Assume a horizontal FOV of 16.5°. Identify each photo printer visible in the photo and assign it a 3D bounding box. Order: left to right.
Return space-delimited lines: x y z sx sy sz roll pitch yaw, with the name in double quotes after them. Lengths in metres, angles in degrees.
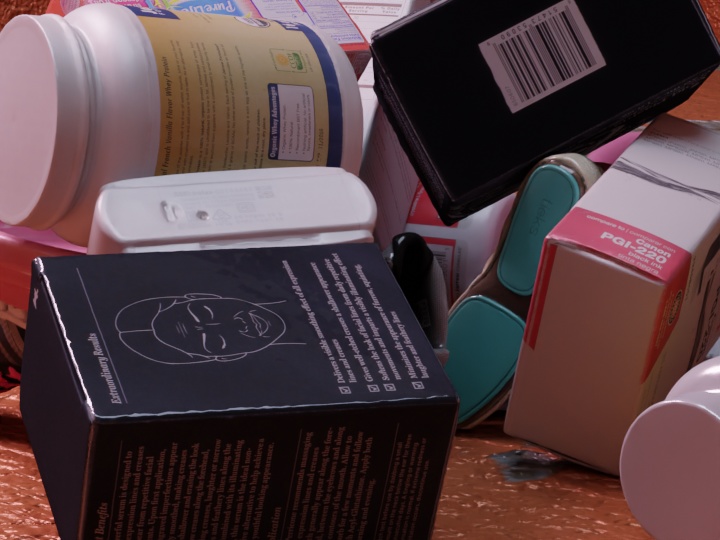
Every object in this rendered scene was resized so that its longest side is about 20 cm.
-0.087 0.032 1.453 0.165 0.201 0.070 -5 48 -20 "photo printer"

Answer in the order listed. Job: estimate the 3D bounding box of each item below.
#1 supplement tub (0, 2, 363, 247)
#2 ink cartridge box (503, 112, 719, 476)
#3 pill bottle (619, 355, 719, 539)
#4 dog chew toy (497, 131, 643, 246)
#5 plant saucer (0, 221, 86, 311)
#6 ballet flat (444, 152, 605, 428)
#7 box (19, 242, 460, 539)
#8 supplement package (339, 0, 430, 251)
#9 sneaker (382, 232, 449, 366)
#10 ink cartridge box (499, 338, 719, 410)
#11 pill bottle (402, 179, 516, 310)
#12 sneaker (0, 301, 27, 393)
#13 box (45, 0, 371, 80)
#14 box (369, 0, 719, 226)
-0.114 -0.083 1.481 0.199 0.146 0.144 3 9 -31 "supplement tub"
0.173 0.012 1.541 0.084 0.147 0.200 20 33 16 "ink cartridge box"
0.230 0.094 1.359 0.111 0.112 0.199 10 14 38 "pill bottle"
0.172 -0.025 1.745 0.124 0.126 0.199 11 23 42 "dog chew toy"
-0.164 -0.008 1.557 0.199 0.051 0.201 9 13 -2 "plant saucer"
0.103 0.018 1.580 0.067 0.201 0.062 37 19 23 "ballet flat"
-0.068 0.071 1.325 0.198 0.108 0.149 -2 35 -19 "box"
-0.019 -0.112 1.821 0.116 0.117 0.201 3 51 19 "supplement package"
0.000 0.000 1.570 0.075 0.116 0.200 -13 55 -39 "sneaker"
0.158 0.061 1.703 0.198 0.041 0.200 4 12 7 "ink cartridge box"
0.018 -0.015 1.883 0.198 0.113 0.112 6 12 20 "pill bottle"
-0.237 0.058 1.563 0.199 0.088 0.074 15 -4 27 "sneaker"
-0.106 -0.139 1.645 0.199 0.095 0.103 -9 52 -39 "box"
0.117 -0.133 1.645 0.199 0.125 0.197 -27 -2 0 "box"
